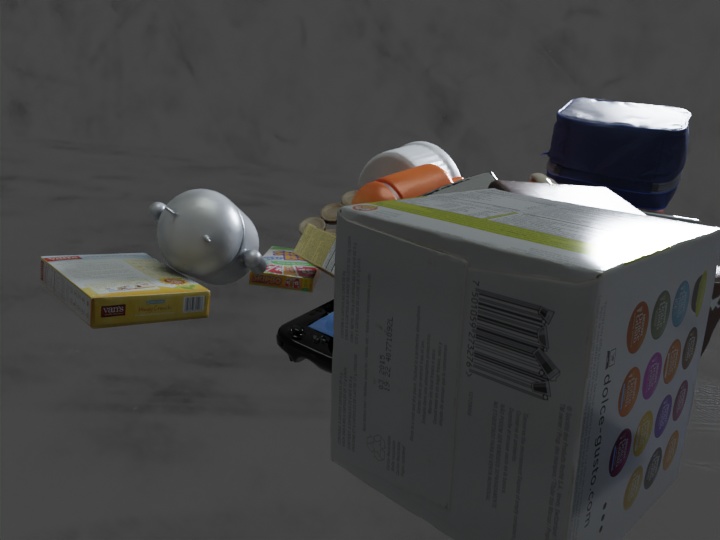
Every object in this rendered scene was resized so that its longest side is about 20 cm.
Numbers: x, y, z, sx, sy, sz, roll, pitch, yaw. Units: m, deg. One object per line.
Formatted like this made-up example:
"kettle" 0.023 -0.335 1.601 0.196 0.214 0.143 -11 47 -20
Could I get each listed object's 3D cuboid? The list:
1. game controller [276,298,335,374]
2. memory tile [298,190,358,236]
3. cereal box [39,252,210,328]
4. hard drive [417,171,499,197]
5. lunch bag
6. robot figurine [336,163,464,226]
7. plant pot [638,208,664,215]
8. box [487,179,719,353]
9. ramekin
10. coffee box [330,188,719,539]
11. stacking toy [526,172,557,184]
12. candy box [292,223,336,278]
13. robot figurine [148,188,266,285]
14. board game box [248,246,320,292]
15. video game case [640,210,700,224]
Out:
"game controller" -0.011 0.069 0.747 0.103 0.043 0.200 12 15 21
"memory tile" 0.003 -0.064 1.141 0.153 0.017 0.199 -36 51 -25
"cereal box" -0.295 0.019 0.815 0.143 0.040 0.199 -3 16 -40
"hard drive" 0.100 -0.037 0.783 0.198 0.042 0.136 -24 59 -5
"lunch bag" 0.362 -0.165 0.957 0.198 0.134 0.136 15 32 29
"robot figurine" 0.066 -0.088 0.975 0.198 0.117 0.145 -21 69 -28
"plant pot" 0.367 -0.015 0.995 0.198 0.179 0.199 13 14 24
"box" 0.221 0.025 0.672 0.162 0.168 0.200 1 31 -24
"ramekin" 0.084 -0.131 1.211 0.199 0.203 0.097 18 24 41
"coffee box" 0.115 0.059 0.481 0.199 0.203 0.196 17 21 42
"stacking toy" 0.187 -0.019 0.859 0.199 0.147 0.146 -30 9 10
"candy box" 0.000 0.000 0.923 0.115 0.056 0.199 29 -2 -35
"robot figurine" -0.204 -0.043 0.891 0.168 0.114 0.200 23 -5 5
"board game box" -0.111 -0.006 1.050 0.094 0.030 0.200 7 11 1
"video game case" 0.334 0.005 0.892 0.198 0.184 0.022 13 -4 25
